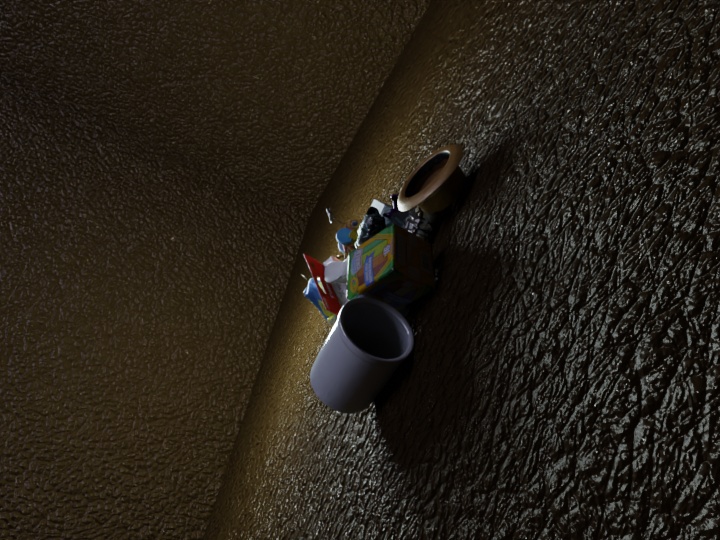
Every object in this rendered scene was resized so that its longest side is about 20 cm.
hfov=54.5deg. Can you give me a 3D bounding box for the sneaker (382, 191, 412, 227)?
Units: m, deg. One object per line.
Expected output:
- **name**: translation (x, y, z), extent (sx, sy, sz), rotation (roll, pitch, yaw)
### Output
- **sneaker**: translation (0.130, -0.193, 1.785), extent (0.074, 0.087, 0.201), rotation (-39, 19, 56)

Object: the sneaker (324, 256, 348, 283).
- **sneaker**: translation (0.000, 0.000, 1.723), extent (0.199, 0.088, 0.076), rotation (-3, 82, 52)

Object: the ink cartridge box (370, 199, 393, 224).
- **ink cartridge box**: translation (0.056, -0.103, 2.010), extent (0.200, 0.083, 0.177), rotation (-123, 55, -77)

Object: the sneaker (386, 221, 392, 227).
- **sneaker**: translation (0.082, -0.051, 1.809), extent (0.121, 0.083, 0.201), rotation (116, 175, -68)

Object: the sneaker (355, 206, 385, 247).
- **sneaker**: translation (0.027, -0.097, 1.740), extent (0.200, 0.075, 0.080), rotation (-104, 28, -64)

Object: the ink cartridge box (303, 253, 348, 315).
- **ink cartridge box**: translation (-0.053, 0.044, 1.811), extent (0.043, 0.173, 0.201), rotation (-37, 52, 16)

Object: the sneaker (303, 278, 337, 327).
- **sneaker**: translation (-0.097, 0.083, 1.946), extent (0.076, 0.105, 0.201), rotation (-48, -29, -27)

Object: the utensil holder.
- **utensil holder**: translation (-0.003, 0.186, 1.497), extent (0.170, 0.169, 0.201), rotation (-80, 16, -50)

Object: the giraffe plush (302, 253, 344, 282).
- **giraffe plush**: translation (-0.062, 0.023, 2.164), extent (0.162, 0.200, 0.173), rotation (-43, 44, -3)

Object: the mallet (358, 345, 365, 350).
- **mallet**: translation (-0.001, 0.197, 1.694), extent (0.200, 0.041, 0.066), rotation (100, -177, -63)

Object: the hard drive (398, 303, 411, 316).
- **hard drive**: translation (0.081, 0.063, 1.679), extent (0.140, 0.038, 0.201), rotation (-58, 13, 37)

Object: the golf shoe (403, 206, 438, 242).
- **golf shoe**: translation (0.137, -0.096, 1.643), extent (0.095, 0.077, 0.201), rotation (-55, 17, 44)

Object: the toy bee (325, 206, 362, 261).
- **toy bee**: translation (-0.015, -0.097, 1.883), extent (0.131, 0.108, 0.201), rotation (95, 158, -83)

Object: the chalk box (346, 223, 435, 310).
- **chalk box**: translation (0.049, 0.010, 1.532), extent (0.200, 0.123, 0.125), rotation (-33, 45, 39)

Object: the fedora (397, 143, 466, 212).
- **fedora**: translation (0.174, -0.195, 1.597), extent (0.200, 0.082, 0.201), rotation (-41, 24, 22)
